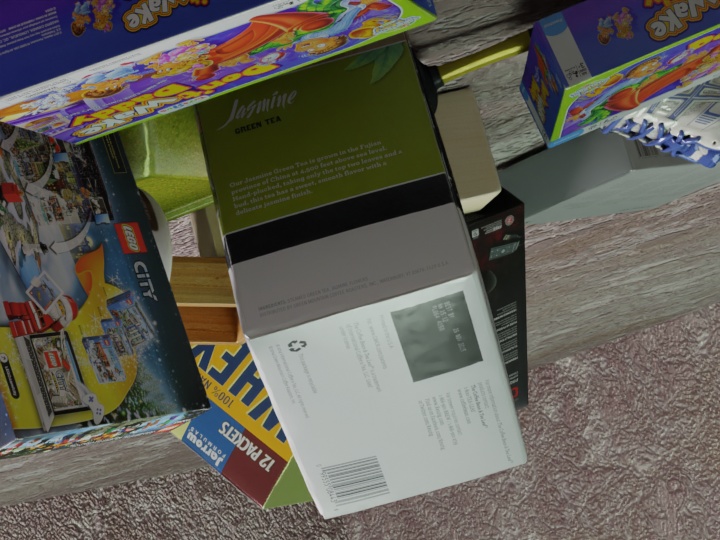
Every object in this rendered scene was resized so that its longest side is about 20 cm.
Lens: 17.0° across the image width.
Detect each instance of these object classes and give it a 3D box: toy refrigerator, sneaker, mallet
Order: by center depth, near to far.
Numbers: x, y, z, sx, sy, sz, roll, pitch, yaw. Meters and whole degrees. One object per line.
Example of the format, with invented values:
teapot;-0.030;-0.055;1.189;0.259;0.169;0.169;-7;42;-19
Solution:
mallet;0.095;-0.139;1.452;0.200;0.041;0.066;-23;168;13
toy refrigerator;-0.015;-0.059;1.619;0.200;0.076;0.070;-14;172;-14
sneaker;0.219;-0.112;1.665;0.200;0.088;0.075;-12;173;-14

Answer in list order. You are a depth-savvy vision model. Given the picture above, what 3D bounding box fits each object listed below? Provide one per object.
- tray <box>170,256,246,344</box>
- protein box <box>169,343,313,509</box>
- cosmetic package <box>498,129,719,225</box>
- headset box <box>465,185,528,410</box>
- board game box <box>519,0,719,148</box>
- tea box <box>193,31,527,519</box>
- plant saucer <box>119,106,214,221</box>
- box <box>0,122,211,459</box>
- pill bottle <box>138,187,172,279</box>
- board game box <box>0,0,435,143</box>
tray;-0.151;0.018;1.563;0.200;0.037;0.099;1;163;-27
protein box;-0.027;0.062;1.882;0.200;0.135;0.199;-1;124;-60
cosmetic package;0.226;-0.086;1.972;0.200;0.052;0.151;-8;167;-44
headset box;0.041;0.043;1.723;0.149;0.200;0.075;-21;-143;-25
board game box;0.197;-0.146;1.429;0.200;0.045;0.134;-23;169;-4
tea box;0.000;0.000;1.393;0.134;0.197;0.200;-15;142;2
plant saucer;-0.153;-0.056;1.476;0.200;0.048;0.200;-20;170;26
box;-0.166;-0.007;1.240;0.038;0.200;0.137;-29;165;38
pill bottle;-0.210;-0.017;1.317;0.200;0.109;0.109;17;152;-38
board game box;-0.078;-0.120;1.149;0.200;0.045;0.134;-18;172;15
